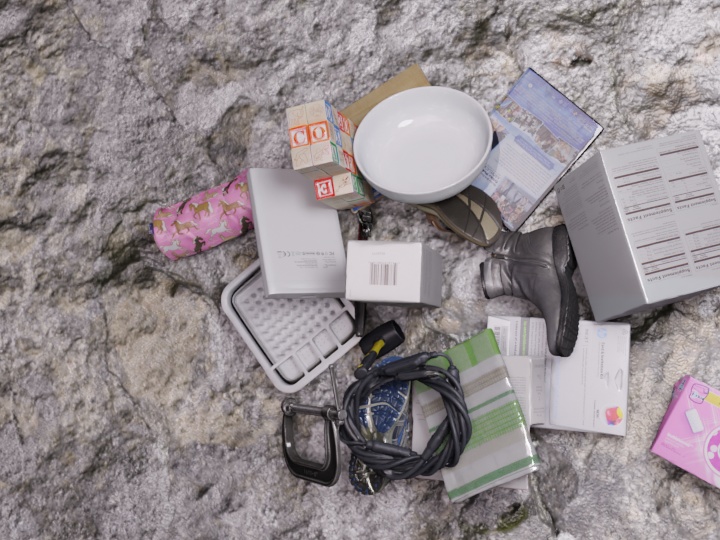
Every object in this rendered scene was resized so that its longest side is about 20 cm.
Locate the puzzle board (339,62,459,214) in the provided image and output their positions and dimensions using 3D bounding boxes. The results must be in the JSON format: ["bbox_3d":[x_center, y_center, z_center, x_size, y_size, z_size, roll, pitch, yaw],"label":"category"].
[{"bbox_3d":[0.039,-0.200,1.492,0.199,0.017,0.151,-31,79,12],"label":"puzzle board"}]

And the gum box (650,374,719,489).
[{"bbox_3d":[0.491,0.231,1.298,0.199,0.066,0.114,28,94,17],"label":"gum box"}]

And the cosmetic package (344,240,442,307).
[{"bbox_3d":[0.050,0.008,1.374,0.107,0.200,0.085,2,88,11],"label":"cosmetic package"}]

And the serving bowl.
[{"bbox_3d":[0.093,-0.170,1.411,0.199,0.066,0.201,-7,56,10],"label":"serving bowl"}]

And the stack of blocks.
[{"bbox_3d":[-0.040,-0.159,1.399,0.058,0.200,0.116,-11,82,14],"label":"stack of blocks"}]

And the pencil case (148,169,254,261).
[{"bbox_3d":[-0.228,-0.087,1.527,0.199,0.087,0.083,-21,42,13],"label":"pencil case"}]

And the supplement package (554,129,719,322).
[{"bbox_3d":[0.376,-0.055,1.288,0.150,0.152,0.201,-13,81,-14],"label":"supplement package"}]

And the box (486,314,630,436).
[{"bbox_3d":[0.276,0.146,1.382,0.199,0.041,0.157,2,87,18],"label":"box"}]

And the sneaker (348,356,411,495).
[{"bbox_3d":[0.035,0.222,1.424,0.077,0.085,0.201,14,88,25],"label":"sneaker"}]

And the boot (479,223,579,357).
[{"bbox_3d":[0.234,0.032,1.370,0.131,0.070,0.201,-7,61,23],"label":"boot"}]

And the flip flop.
[{"bbox_3d":[0.120,-0.091,1.428,0.199,0.058,0.081,27,59,26],"label":"flip flop"}]

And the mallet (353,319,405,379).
[{"bbox_3d":[0.010,0.122,1.383,0.066,0.200,0.041,-33,93,22],"label":"mallet"}]

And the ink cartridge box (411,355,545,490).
[{"bbox_3d":[0.161,0.207,1.369,0.199,0.045,0.177,-3,83,40],"label":"ink cartridge box"}]

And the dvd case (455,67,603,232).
[{"bbox_3d":[0.235,-0.174,1.426,0.143,0.018,0.200,41,97,10],"label":"dvd case"}]

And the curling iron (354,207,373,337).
[{"bbox_3d":[0.000,0.000,1.453,0.025,0.050,0.201,3,75,6],"label":"curling iron"}]

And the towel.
[{"bbox_3d":[0.155,0.198,1.333,0.149,0.031,0.201,-30,63,31],"label":"towel"}]

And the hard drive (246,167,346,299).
[{"bbox_3d":[-0.092,-0.056,1.452,0.131,0.027,0.201,0,68,-26],"label":"hard drive"}]

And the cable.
[{"bbox_3d":[0.059,0.206,1.348,0.199,0.051,0.164,-22,81,23],"label":"cable"}]

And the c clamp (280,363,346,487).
[{"bbox_3d":[-0.069,0.226,1.423,0.200,0.027,0.172,-16,82,58],"label":"c clamp"}]

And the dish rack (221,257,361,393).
[{"bbox_3d":[-0.100,0.066,1.496,0.171,0.044,0.200,-39,76,10],"label":"dish rack"}]
